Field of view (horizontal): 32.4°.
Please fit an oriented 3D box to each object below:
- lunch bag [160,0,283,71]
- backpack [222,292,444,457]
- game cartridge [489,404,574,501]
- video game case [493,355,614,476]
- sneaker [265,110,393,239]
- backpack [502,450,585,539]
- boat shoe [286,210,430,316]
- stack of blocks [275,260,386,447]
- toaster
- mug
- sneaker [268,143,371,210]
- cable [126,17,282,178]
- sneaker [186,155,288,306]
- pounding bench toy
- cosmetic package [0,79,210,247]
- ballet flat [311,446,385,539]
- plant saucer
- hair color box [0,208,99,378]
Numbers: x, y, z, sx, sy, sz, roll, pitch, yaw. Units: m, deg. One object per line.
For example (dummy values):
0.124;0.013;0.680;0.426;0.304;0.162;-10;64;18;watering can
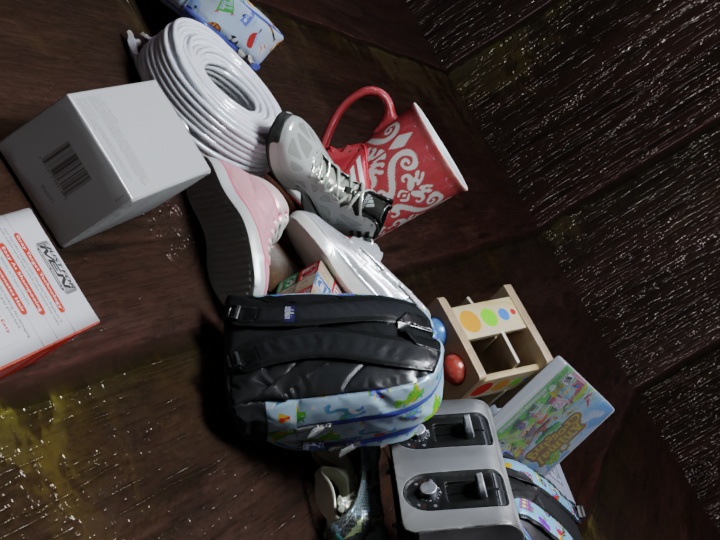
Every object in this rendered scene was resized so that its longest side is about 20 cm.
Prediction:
-0.191;-0.333;1.551;0.200;0.076;0.160;44;5;31;lunch bag
-0.019;0.092;1.167;0.164;0.198;0.155;-103;177;-51;backpack
0.266;0.300;1.921;0.200;0.040;0.134;41;20;-46;game cartridge
0.238;0.222;1.686;0.182;0.200;0.022;39;8;-48;video game case
-0.023;-0.104;1.401;0.076;0.115;0.201;-64;148;-23;sneaker
0.189;0.323;1.469;0.200;0.134;0.183;48;20;-34;backpack
0.000;0.000;1.406;0.200;0.068;0.072;45;-25;5;boat shoe
-0.021;0.104;1.365;0.201;0.058;0.115;55;20;-21;stack of blocks
0.090;0.252;1.214;0.181;0.118;0.201;-97;180;-56;toaster
0.014;-0.126;1.630;0.178;0.199;0.133;62;11;25;mug
-0.058;-0.142;1.557;0.200;0.115;0.078;53;-7;10;sneaker
-0.164;-0.195;1.414;0.199;0.069;0.201;28;29;-43;cable
-0.111;-0.034;1.301;0.104;0.075;0.201;17;37;-40;sneaker
0.124;0.133;1.668;0.155;0.200;0.125;-9;61;-38;pounding bench toy
-0.221;-0.101;1.110;0.108;0.085;0.200;58;16;-2;cosmetic package
-0.015;0.198;1.226;0.074;0.074;0.201;49;16;-30;ballet flat
-0.103;-0.050;1.457;0.201;0.037;0.201;52;17;-22;plant saucer
-0.260;0.026;0.812;0.102;0.061;0.200;58;17;0;hair color box
